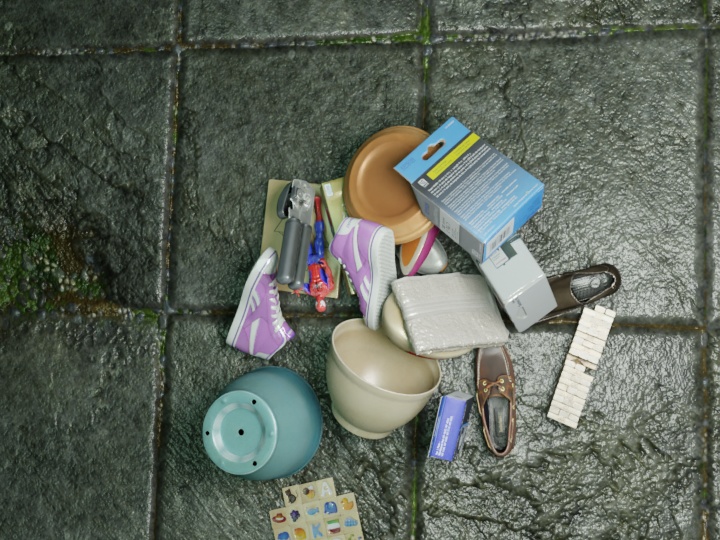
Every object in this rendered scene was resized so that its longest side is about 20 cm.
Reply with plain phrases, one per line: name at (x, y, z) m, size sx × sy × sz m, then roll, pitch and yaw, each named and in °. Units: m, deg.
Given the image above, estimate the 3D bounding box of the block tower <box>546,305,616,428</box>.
block tower at (0.371, 0.159, 1.437) m, size 0.053 × 0.058 × 0.204 m, roll 20°, pitch 88°, yaw 12°

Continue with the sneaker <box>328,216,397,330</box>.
sneaker at (0.000, -0.001, 1.440) m, size 0.112 × 0.072 × 0.205 m, roll 19°, pitch 126°, yaw 27°

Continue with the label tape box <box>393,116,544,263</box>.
label tape box at (0.170, -0.130, 1.347) m, size 0.144 × 0.064 × 0.199 m, roll -40°, pitch 63°, yaw -17°

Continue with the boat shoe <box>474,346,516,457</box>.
boat shoe at (0.234, 0.215, 1.453) m, size 0.069 × 0.070 × 0.206 m, roll -9°, pitch 82°, yaw 11°

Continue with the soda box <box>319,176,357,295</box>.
soda box at (-0.016, -0.061, 1.511) m, size 0.062 × 0.068 × 0.205 m, roll -15°, pitch 89°, yaw -6°

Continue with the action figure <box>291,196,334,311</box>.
action figure at (-0.089, -0.028, 1.505) m, size 0.064 × 0.099 × 0.206 m, roll -10°, pitch 86°, yaw 11°

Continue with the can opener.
can opener at (-0.120, -0.063, 1.482) m, size 0.066 × 0.053 × 0.205 m, roll -15°, pitch 59°, yaw 43°

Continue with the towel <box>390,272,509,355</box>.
towel at (0.153, 0.070, 1.418) m, size 0.196 × 0.035 × 0.135 m, roll -3°, pitch 61°, yaw -31°

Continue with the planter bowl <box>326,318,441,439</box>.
planter bowl at (0.023, 0.197, 1.449) m, size 0.197 × 0.200 × 0.137 m, roll 28°, pitch 117°, yaw 12°

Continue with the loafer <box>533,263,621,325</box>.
loafer at (0.346, 0.034, 1.443) m, size 0.196 × 0.071 × 0.075 m, roll -24°, pitch 81°, yaw 9°

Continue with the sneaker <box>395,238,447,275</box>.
sneaker at (0.070, -0.067, 1.498) m, size 0.199 × 0.092 × 0.076 m, roll 42°, pitch 93°, yaw 11°

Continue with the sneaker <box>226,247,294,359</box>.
sneaker at (-0.158, 0.064, 1.526) m, size 0.112 × 0.073 × 0.204 m, roll 24°, pitch 114°, yaw 5°

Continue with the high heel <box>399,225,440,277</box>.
high heel at (0.129, -0.064, 1.463) m, size 0.067 × 0.095 × 0.204 m, roll -14°, pitch 51°, yaw 46°

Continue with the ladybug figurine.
ladybug figurine at (0.119, 0.094, 1.454) m, size 0.195 × 0.072 × 0.139 m, roll 9°, pitch 55°, yaw -24°

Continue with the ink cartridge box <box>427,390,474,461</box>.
ink cartridge box at (0.152, 0.255, 1.399) m, size 0.038 × 0.200 × 0.102 m, roll 13°, pitch 89°, yaw 15°

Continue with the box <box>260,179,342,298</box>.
box at (-0.105, -0.059, 1.569) m, size 0.159 × 0.021 × 0.206 m, roll 7°, pitch 87°, yaw 12°

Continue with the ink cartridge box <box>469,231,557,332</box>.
ink cartridge box at (0.233, -0.019, 1.403) m, size 0.082 × 0.147 × 0.202 m, roll -32°, pitch 60°, yaw 6°

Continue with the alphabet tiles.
alphabet tiles at (-0.075, 0.483, 1.526) m, size 0.162 × 0.006 × 0.205 m, roll -15°, pitch 83°, yaw 11°

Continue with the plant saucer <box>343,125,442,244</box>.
plant saucer at (0.056, -0.147, 1.423) m, size 0.195 × 0.037 × 0.206 m, roll -6°, pitch 76°, yaw 24°

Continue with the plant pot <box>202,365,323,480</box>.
plant pot at (-0.180, 0.270, 1.473) m, size 0.195 × 0.188 × 0.206 m, roll -1°, pitch 84°, yaw 11°
